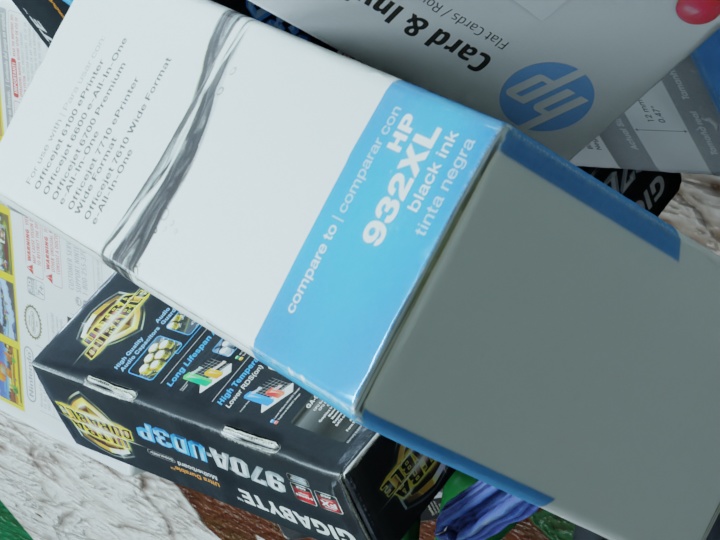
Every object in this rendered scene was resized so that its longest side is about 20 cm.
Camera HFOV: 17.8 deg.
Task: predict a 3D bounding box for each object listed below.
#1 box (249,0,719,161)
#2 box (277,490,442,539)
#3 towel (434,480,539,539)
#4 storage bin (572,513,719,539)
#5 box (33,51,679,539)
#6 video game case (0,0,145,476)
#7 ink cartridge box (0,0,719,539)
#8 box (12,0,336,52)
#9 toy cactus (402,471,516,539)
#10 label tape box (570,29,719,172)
[{"bbox_3d":[0.054,-0.126,0.586,0.155,0.041,0.200,27,133,-26],"label":"box"},{"bbox_3d":[0.011,0.042,1.034,0.156,0.050,0.201,-10,140,15],"label":"box"},{"bbox_3d":[0.127,0.039,0.786,0.024,0.199,0.145,62,159,8],"label":"towel"},{"bbox_3d":[0.141,0.119,0.955,0.144,0.135,0.200,14,159,-10],"label":"storage bin"},{"bbox_3d":[0.000,0.000,0.852,0.158,0.200,0.046,15,143,39],"label":"box"},{"bbox_3d":[-0.156,-0.031,0.998,0.181,0.023,0.202,21,122,39],"label":"video game case"},{"bbox_3d":[0.006,-0.006,0.667,0.145,0.084,0.200,26,-179,-41],"label":"ink cartridge box"},{"bbox_3d":[-0.080,-0.103,0.797,0.159,0.046,0.200,29,160,48],"label":"box"},{"bbox_3d":[0.013,0.111,0.947,0.102,0.199,0.166,46,-158,-50],"label":"toy cactus"},{"bbox_3d":[0.032,-0.104,0.756,0.199,0.066,0.144,4,143,38],"label":"label tape box"}]
